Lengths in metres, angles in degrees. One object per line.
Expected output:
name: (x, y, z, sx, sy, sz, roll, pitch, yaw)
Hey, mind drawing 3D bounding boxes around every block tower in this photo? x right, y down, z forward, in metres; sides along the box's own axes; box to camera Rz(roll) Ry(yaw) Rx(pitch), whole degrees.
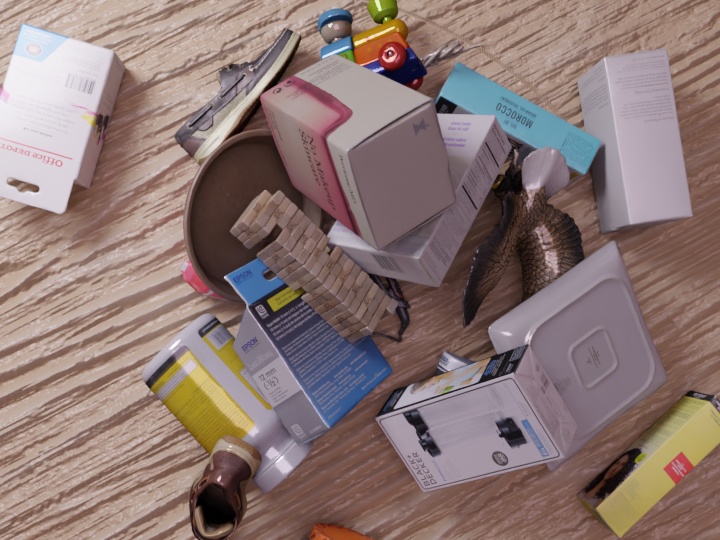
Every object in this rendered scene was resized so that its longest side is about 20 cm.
block tower: (-0.051, -0.002, 0.981, 0.200, 0.054, 0.058, 42, 54, -14)

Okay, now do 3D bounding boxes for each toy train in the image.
toy train: (0.042, -0.280, 1.043, 0.198, 0.085, 0.117, -18, 74, 18)

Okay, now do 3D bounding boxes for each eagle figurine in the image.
eagle figurine: (0.184, -0.030, 1.026, 0.150, 0.151, 0.202, -12, 56, 12)

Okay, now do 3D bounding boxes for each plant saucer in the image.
plant saucer: (-0.125, -0.064, 1.015, 0.199, 0.029, 0.203, -15, 112, -40)

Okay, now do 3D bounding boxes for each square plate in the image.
square plate: (0.262, 0.101, 1.006, 0.197, 0.028, 0.202, -32, 107, -18)

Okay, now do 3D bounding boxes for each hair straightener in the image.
hair straightener: (0.000, 0.000, 1.072, 0.076, 0.041, 0.202, -24, 93, -4)

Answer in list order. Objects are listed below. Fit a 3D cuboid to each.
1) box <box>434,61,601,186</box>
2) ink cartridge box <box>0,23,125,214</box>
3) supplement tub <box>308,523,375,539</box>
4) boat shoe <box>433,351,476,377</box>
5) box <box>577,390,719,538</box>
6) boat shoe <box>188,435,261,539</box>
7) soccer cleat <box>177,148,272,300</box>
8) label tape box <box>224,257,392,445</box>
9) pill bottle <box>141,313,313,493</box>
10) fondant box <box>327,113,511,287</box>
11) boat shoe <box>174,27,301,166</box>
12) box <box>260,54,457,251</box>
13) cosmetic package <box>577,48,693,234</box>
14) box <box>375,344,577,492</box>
box: (0.186, -0.176, 1.066, 0.198, 0.082, 0.050, 29, 82, -2)
ink cartridge box: (-0.368, -0.173, 1.038, 0.114, 0.068, 0.202, 16, 86, -2)
supplement tub: (-0.041, 0.405, 1.001, 0.121, 0.123, 0.202, 18, 85, -2)
boat shoe: (0.179, 0.164, 1.052, 0.197, 0.074, 0.069, 21, 94, -9)
box: (0.360, 0.232, 1.060, 0.200, 0.075, 0.050, -41, 91, -6)
boat shoe: (-0.163, 0.264, 0.971, 0.072, 0.201, 0.072, 27, 45, -2)
soccer cleat: (-0.147, -0.062, 1.054, 0.076, 0.067, 0.202, 30, 84, -22)
label tape box: (-0.069, 0.077, 1.008, 0.066, 0.143, 0.201, -37, 88, 39)
pill bottle: (-0.150, 0.157, 1.012, 0.112, 0.112, 0.200, -42, 90, -5)
fondant box: (0.066, -0.087, 1.000, 0.058, 0.143, 0.201, 51, 61, -41)
boat shoe: (-0.148, -0.218, 1.052, 0.065, 0.073, 0.201, 38, 85, -6)
box: (-0.005, -0.132, 0.935, 0.108, 0.200, 0.129, -31, 128, -16)
cosmetic package: (0.330, -0.153, 1.062, 0.084, 0.108, 0.203, -9, 89, -5)
box: (0.128, 0.172, 0.987, 0.199, 0.060, 0.117, -23, 105, 37)
